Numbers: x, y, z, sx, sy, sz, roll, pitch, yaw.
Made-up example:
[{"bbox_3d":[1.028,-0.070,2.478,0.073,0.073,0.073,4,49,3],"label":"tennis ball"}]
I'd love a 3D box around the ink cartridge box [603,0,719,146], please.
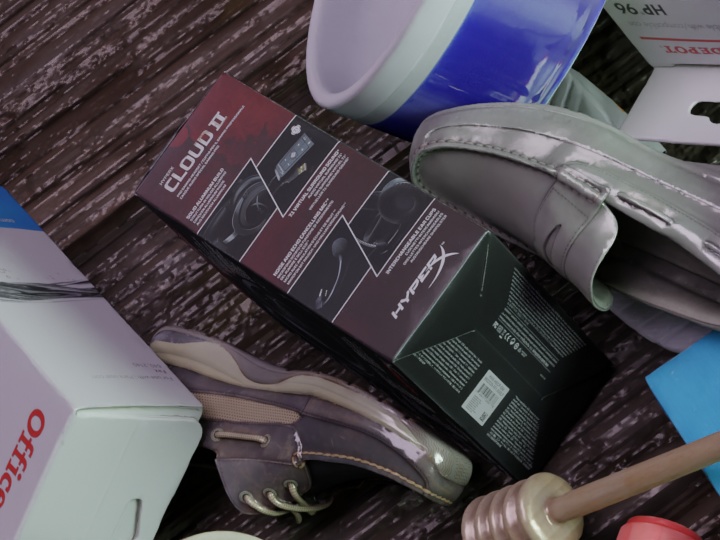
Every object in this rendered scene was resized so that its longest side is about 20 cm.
[{"bbox_3d":[0.183,-0.155,1.304,0.116,0.068,0.201,6,59,48],"label":"ink cartridge box"}]

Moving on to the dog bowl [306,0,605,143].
[{"bbox_3d":[0.052,-0.155,1.347,0.200,0.078,0.201,-56,22,36],"label":"dog bowl"}]

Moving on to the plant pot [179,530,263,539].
[{"bbox_3d":[-0.129,0.221,1.286,0.199,0.187,0.188,-12,57,36],"label":"plant pot"}]

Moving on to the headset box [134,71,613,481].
[{"bbox_3d":[0.000,0.000,1.347,0.200,0.149,0.077,34,83,38],"label":"headset box"}]

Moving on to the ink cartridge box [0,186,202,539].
[{"bbox_3d":[-0.183,0.069,1.413,0.200,0.086,0.147,44,117,40],"label":"ink cartridge box"}]

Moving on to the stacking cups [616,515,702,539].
[{"bbox_3d":[0.105,0.205,1.239,0.060,0.061,0.201,7,61,31],"label":"stacking cups"}]

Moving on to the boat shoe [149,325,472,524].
[{"bbox_3d":[-0.031,0.086,1.372,0.199,0.074,0.074,16,81,43],"label":"boat shoe"}]

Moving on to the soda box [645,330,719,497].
[{"bbox_3d":[0.202,0.110,1.229,0.068,0.064,0.200,-35,53,6],"label":"soda box"}]

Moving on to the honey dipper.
[{"bbox_3d":[0.117,0.090,1.245,0.200,0.038,0.038,-29,46,49],"label":"honey dipper"}]

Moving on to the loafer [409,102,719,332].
[{"bbox_3d":[0.107,-0.020,1.258,0.199,0.070,0.070,16,53,23],"label":"loafer"}]

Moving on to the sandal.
[{"bbox_3d":[0.119,-0.026,1.357,0.079,0.059,0.207,-54,52,16],"label":"sandal"}]
